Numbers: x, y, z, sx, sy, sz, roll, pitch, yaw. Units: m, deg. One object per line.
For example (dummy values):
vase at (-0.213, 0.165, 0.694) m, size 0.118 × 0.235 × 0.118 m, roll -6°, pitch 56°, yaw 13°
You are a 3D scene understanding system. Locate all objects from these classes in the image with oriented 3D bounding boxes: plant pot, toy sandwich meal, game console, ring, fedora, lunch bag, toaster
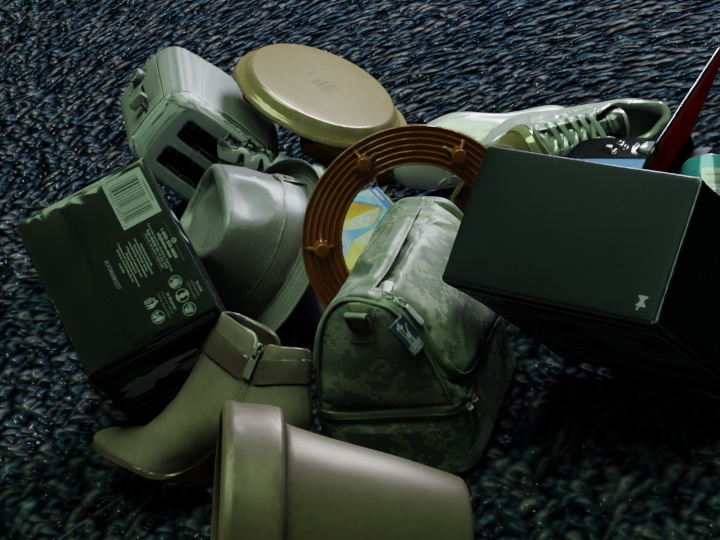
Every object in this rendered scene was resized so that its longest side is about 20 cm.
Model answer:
plant pot at (-0.016, 0.193, 1.337) m, size 0.173 × 0.202 × 0.201 m, roll 2°, pitch 25°, yaw -7°
toy sandwich meal at (-0.044, -0.164, 2.057) m, size 0.204 × 0.071 × 0.206 m, roll 17°, pitch 31°, yaw -11°
game console at (0.228, -0.105, 1.756) m, size 0.171 × 0.119 × 0.200 m, roll 2°, pitch 35°, yaw 32°
ring at (0.048, -0.027, 1.691) m, size 0.199 × 0.202 × 0.019 m, roll -15°, pitch 17°, yaw -2°
fedora at (-0.115, -0.034, 1.816) m, size 0.090 × 0.178 × 0.200 m, roll 26°, pitch 16°, yaw -26°
lunch bag at (0.039, 0.051, 1.580) m, size 0.138 × 0.169 × 0.200 m, roll -3°, pitch 28°, yaw 21°
toaster at (-0.162, -0.137, 2.071) m, size 0.114 × 0.200 × 0.129 m, roll -46°, pitch 24°, yaw 18°

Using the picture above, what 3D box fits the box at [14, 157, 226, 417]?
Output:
box at (-0.191, 0.019, 1.661) m, size 0.124 × 0.149 × 0.200 m, roll -27°, pitch -14°, yaw -4°

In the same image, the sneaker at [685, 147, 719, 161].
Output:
sneaker at (0.343, -0.049, 1.735) m, size 0.108 × 0.070 × 0.201 m, roll -10°, pitch 33°, yaw 19°

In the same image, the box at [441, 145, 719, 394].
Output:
box at (0.207, 0.002, 1.524) m, size 0.199 × 0.198 × 0.124 m, roll 12°, pitch 79°, yaw 38°

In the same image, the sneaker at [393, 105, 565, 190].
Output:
sneaker at (0.133, -0.122, 1.983) m, size 0.198 × 0.073 × 0.085 m, roll -15°, pitch 24°, yaw -6°

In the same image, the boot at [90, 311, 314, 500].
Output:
boot at (-0.122, 0.105, 1.571) m, size 0.199 × 0.147 × 0.070 m, roll 17°, pitch 5°, yaw 30°

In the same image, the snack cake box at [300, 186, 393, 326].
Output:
snack cake box at (0.000, 0.000, 1.815) m, size 0.114 × 0.068 × 0.200 m, roll -18°, pitch 26°, yaw -11°

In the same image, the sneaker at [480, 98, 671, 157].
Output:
sneaker at (0.207, -0.132, 1.921) m, size 0.199 × 0.077 × 0.080 m, roll -16°, pitch -2°, yaw -15°

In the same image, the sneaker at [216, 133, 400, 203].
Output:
sneaker at (-0.059, -0.070, 1.985) m, size 0.198 × 0.091 × 0.066 m, roll 16°, pitch 12°, yaw 2°

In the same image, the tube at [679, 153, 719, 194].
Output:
tube at (0.293, -0.001, 1.626) m, size 0.077 × 0.050 × 0.201 m, roll -9°, pitch 56°, yaw 23°

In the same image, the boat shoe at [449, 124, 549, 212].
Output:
boat shoe at (0.128, -0.080, 1.765) m, size 0.063 × 0.073 × 0.201 m, roll -34°, pitch 3°, yaw -11°
